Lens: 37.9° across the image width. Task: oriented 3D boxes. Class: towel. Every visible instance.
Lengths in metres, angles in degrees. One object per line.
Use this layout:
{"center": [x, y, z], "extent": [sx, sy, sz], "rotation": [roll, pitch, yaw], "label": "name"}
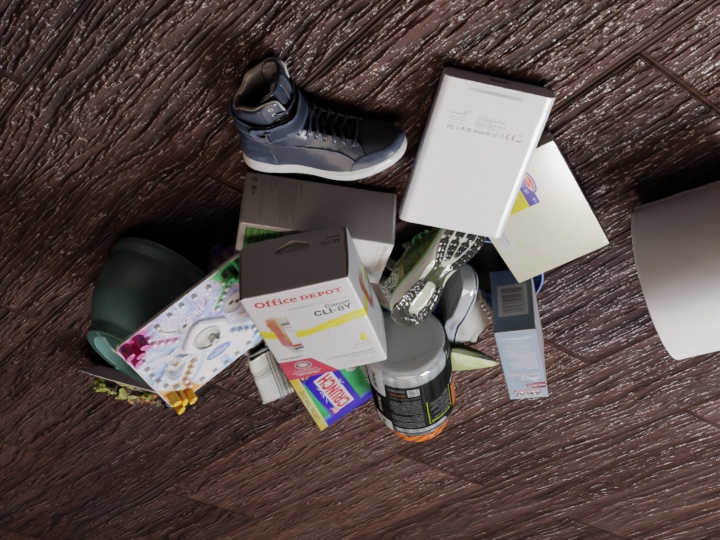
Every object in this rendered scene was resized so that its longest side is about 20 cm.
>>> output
{"center": [-0.080, 0.120, 1.605], "extent": [0.191, 0.035, 0.201], "rotation": [-24, 147, -11], "label": "towel"}

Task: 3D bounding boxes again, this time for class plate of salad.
{"center": [-0.374, 0.198, 1.744], "extent": [0.198, 0.049, 0.200], "rotation": [16, 172, 2], "label": "plate of salad"}

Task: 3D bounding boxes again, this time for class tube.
{"center": [0.146, 0.129, 1.585], "extent": [0.058, 0.052, 0.200], "rotation": [-29, -177, -11], "label": "tube"}

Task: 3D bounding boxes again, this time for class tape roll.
{"center": [0.437, -0.001, 1.313], "extent": [0.138, 0.204, 0.203], "rotation": [-18, 142, 27], "label": "tape roll"}

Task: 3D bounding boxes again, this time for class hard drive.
{"center": [0.133, -0.134, 1.234], "extent": [0.130, 0.025, 0.201], "rotation": [10, 128, -9], "label": "hard drive"}

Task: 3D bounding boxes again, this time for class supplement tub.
{"center": [0.073, 0.154, 1.504], "extent": [0.121, 0.123, 0.201], "rotation": [-3, 141, 8], "label": "supplement tub"}

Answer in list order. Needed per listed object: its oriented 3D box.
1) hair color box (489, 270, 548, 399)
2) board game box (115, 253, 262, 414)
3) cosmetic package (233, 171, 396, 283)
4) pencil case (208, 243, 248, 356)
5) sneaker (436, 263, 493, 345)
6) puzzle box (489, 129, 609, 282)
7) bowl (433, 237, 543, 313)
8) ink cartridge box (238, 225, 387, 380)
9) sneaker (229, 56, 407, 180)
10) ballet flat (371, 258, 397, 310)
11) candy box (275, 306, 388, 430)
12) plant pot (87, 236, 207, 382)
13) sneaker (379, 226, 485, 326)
{"center": [0.226, 0.093, 1.489], "extent": [0.060, 0.100, 0.201], "rotation": [-7, 146, 12], "label": "hair color box"}
{"center": [-0.205, 0.091, 1.409], "extent": [0.199, 0.026, 0.200], "rotation": [-38, 150, -8], "label": "board game box"}
{"center": [-0.060, -0.055, 1.368], "extent": [0.198, 0.086, 0.108], "rotation": [8, 148, -6], "label": "cosmetic package"}
{"center": [-0.171, 0.046, 1.538], "extent": [0.083, 0.086, 0.201], "rotation": [-31, 151, -18], "label": "pencil case"}
{"center": [0.150, 0.045, 1.461], "extent": [0.070, 0.074, 0.200], "rotation": [-5, 156, -6], "label": "sneaker"}
{"center": [0.219, -0.077, 1.327], "extent": [0.132, 0.026, 0.200], "rotation": [-24, 131, 18], "label": "puzzle box"}
{"center": [0.156, 0.000, 1.479], "extent": [0.198, 0.040, 0.201], "rotation": [1, 146, 1], "label": "bowl"}
{"center": [-0.059, 0.046, 1.350], "extent": [0.144, 0.084, 0.201], "rotation": [-12, 142, 9], "label": "ink cartridge box"}
{"center": [-0.050, -0.173, 1.197], "extent": [0.200, 0.078, 0.147], "rotation": [-1, 149, 7], "label": "sneaker"}
{"center": [0.000, 0.000, 1.456], "extent": [0.198, 0.068, 0.068], "rotation": [18, 120, 14], "label": "ballet flat"}
{"center": [-0.016, 0.126, 1.569], "extent": [0.199, 0.077, 0.170], "rotation": [-31, 144, -5], "label": "candy box"}
{"center": [-0.296, 0.070, 1.464], "extent": [0.199, 0.135, 0.201], "rotation": [24, 151, 14], "label": "plant pot"}
{"center": [0.088, -0.030, 1.371], "extent": [0.201, 0.089, 0.077], "rotation": [-52, 136, 4], "label": "sneaker"}
